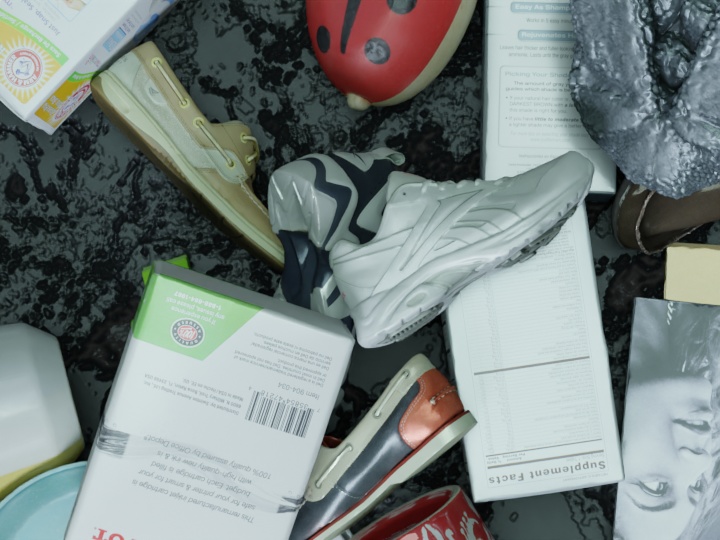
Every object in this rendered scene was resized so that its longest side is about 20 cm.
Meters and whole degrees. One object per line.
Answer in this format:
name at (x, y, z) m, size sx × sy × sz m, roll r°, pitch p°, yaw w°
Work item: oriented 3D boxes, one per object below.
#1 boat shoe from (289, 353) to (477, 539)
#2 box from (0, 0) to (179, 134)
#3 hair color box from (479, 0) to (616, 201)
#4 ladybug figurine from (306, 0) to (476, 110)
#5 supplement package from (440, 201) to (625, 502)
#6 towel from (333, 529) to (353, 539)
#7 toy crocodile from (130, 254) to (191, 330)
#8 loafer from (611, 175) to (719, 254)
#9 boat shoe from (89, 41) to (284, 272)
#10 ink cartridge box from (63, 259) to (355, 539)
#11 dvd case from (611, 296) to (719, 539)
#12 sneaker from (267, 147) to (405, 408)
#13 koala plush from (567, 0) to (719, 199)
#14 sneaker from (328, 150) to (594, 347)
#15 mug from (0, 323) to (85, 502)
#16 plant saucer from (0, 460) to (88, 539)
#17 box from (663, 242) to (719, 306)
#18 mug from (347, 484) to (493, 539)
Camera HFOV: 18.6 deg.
boat shoe at (-0.003, 0.137, 1.536) m, size 0.200 × 0.071 × 0.063 m, roll -43°, pitch 82°, yaw 30°
box at (-0.203, -0.208, 1.601) m, size 0.101 × 0.112 × 0.200 m, roll 44°, pitch 89°, yaw 3°
hair color box at (0.138, -0.154, 1.614) m, size 0.098 × 0.061 × 0.202 m, roll 1°, pitch 86°, yaw 2°
ladybug figurine at (0.018, -0.216, 1.600) m, size 0.135 × 0.072 × 0.202 m, roll 12°, pitch 91°, yaw 26°
supplement package at (0.118, 0.059, 1.573) m, size 0.113 × 0.110 × 0.202 m, roll -8°, pitch 85°, yaw 2°
towel at (-0.085, 0.243, 1.607) m, size 0.191 × 0.032 × 0.200 m, roll -38°, pitch 85°, yaw -1°
toy crocodile at (-0.117, 0.081, 1.598) m, size 0.067 × 0.062 × 0.201 m, roll -21°, pitch 65°, yaw -1°
loafer at (0.270, -0.074, 1.585) m, size 0.199 × 0.073 × 0.071 m, roll -36°, pitch 47°, yaw -1°
boat shoe at (-0.109, -0.085, 1.609) m, size 0.066 × 0.074 × 0.200 m, roll -45°, pitch 93°, yaw -9°
ink cartridge box at (-0.105, 0.113, 1.498) m, size 0.144 × 0.084 × 0.202 m, roll 19°, pitch 95°, yaw -8°
dvd case at (0.262, 0.126, 1.591) m, size 0.147 × 0.016 × 0.202 m, roll 5°, pitch 89°, yaw 2°
sneaker at (0.000, 0.000, 1.598) m, size 0.129 × 0.079 × 0.201 m, roll -22°, pitch 117°, yaw -35°
koala plush at (0.251, -0.166, 1.545) m, size 0.176 × 0.200 × 0.185 m, roll 19°, pitch 124°, yaw 24°
sneaker at (0.063, -0.036, 1.492) m, size 0.199 × 0.078 × 0.100 m, roll -32°, pitch 80°, yaw 0°
mug at (-0.279, 0.118, 1.587) m, size 0.152 × 0.187 × 0.150 m, roll -15°, pitch 53°, yaw -8°
plant saucer at (-0.185, 0.231, 1.561) m, size 0.198 × 0.036 × 0.202 m, roll -1°, pitch 96°, yaw -7°
box at (0.319, 0.067, 1.611) m, size 0.198 × 0.021 × 0.165 m, roll 3°, pitch 86°, yaw 1°
mug at (0.054, 0.273, 1.527) m, size 0.177 × 0.133 × 0.201 m, roll -30°, pitch 95°, yaw -16°
